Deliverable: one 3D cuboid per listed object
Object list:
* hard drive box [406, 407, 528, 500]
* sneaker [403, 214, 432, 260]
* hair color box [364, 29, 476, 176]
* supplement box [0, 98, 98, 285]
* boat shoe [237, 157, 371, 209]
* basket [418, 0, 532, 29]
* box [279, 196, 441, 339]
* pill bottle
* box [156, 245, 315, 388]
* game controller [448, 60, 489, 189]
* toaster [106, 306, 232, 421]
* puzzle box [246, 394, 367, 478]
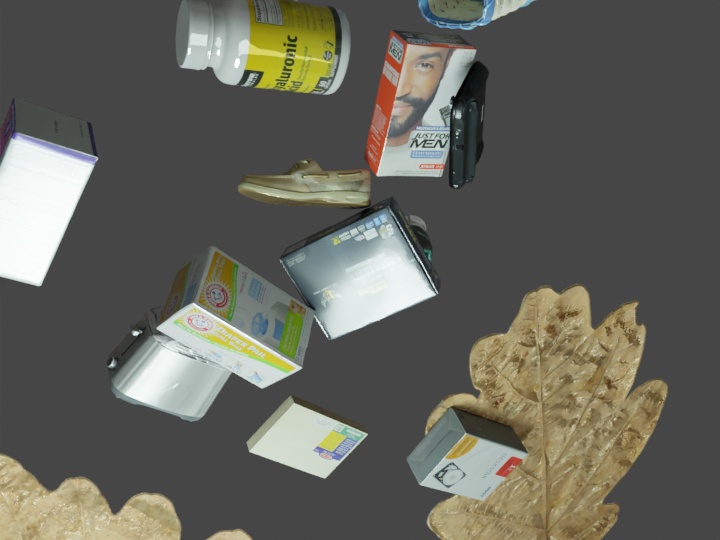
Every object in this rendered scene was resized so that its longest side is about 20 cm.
[{"bbox_3d":[0.223,0.385,1.693,0.200,0.077,0.156,23,113,-36],"label":"hard drive box"},{"bbox_3d":[0.026,-0.013,1.293,0.200,0.091,0.078,-30,134,0],"label":"sneaker"},{"bbox_3d":[0.082,-0.236,1.171,0.111,0.064,0.200,-3,124,-22],"label":"hair color box"},{"bbox_3d":[-0.418,-0.096,1.023,0.103,0.101,0.200,16,116,-32],"label":"supplement box"},{"bbox_3d":[-0.079,-0.129,1.183,0.200,0.072,0.065,3,87,-18],"label":"boat shoe"},{"bbox_3d":[0.109,-0.374,1.015,0.200,0.176,0.139,-22,117,-26],"label":"basket"},{"bbox_3d":[0.000,0.000,1.239,0.200,0.051,0.158,-23,108,22],"label":"box"},{"bbox_3d":[-0.122,-0.283,1.011,0.200,0.111,0.111,1,124,-24],"label":"pill bottle"},{"bbox_3d":[-0.182,0.072,1.207,0.200,0.113,0.101,35,135,-27],"label":"box"},{"bbox_3d":[0.156,-0.208,1.185,0.042,0.104,0.200,13,151,12],"label":"game controller"},{"bbox_3d":[-0.281,0.145,1.259,0.200,0.114,0.129,28,108,-34],"label":"toaster"},{"bbox_3d":[-0.097,0.316,1.529,0.200,0.025,0.133,32,107,-38],"label":"puzzle box"}]
